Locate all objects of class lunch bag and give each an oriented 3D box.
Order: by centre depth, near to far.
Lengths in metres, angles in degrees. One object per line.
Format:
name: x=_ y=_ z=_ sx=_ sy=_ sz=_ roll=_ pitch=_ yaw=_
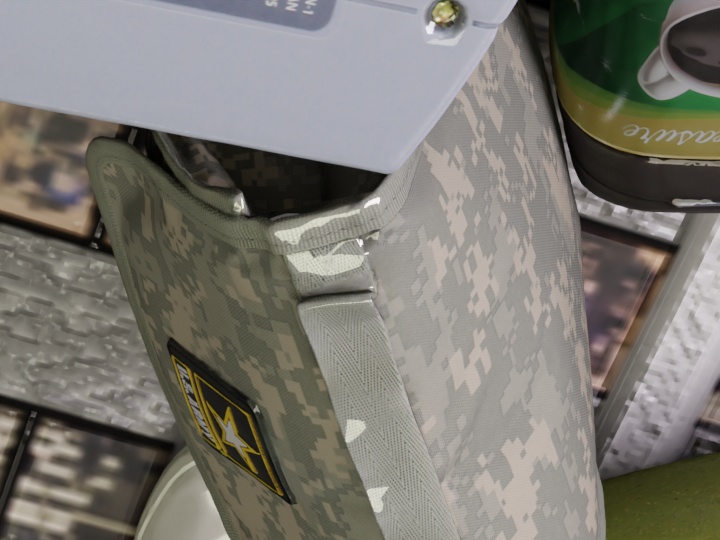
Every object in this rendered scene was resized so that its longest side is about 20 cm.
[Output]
lunch bag: x=0.000 y=0.000 z=0.764 sx=0.117 sy=0.200 sz=0.165 roll=-13 pitch=124 yaw=8

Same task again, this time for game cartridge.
game cartridge: x=-0.015 y=-0.115 z=0.553 sx=0.132 sy=0.042 sz=0.201 roll=8 pitch=125 yaw=-13

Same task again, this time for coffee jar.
coffee jar: x=0.100 y=-0.101 z=0.741 sx=0.104 sy=0.086 sz=0.201 roll=-1 pitch=140 yaw=1

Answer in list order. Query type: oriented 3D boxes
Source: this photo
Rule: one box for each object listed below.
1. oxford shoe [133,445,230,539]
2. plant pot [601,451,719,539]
oxford shoe: x=-0.047 y=0.140 z=0.944 sx=0.075 sy=0.058 sz=0.201 roll=11 pitch=121 yaw=-4
plant pot: x=0.122 y=0.131 z=0.881 sx=0.199 sy=0.187 sz=0.188 roll=1 pitch=125 yaw=14
